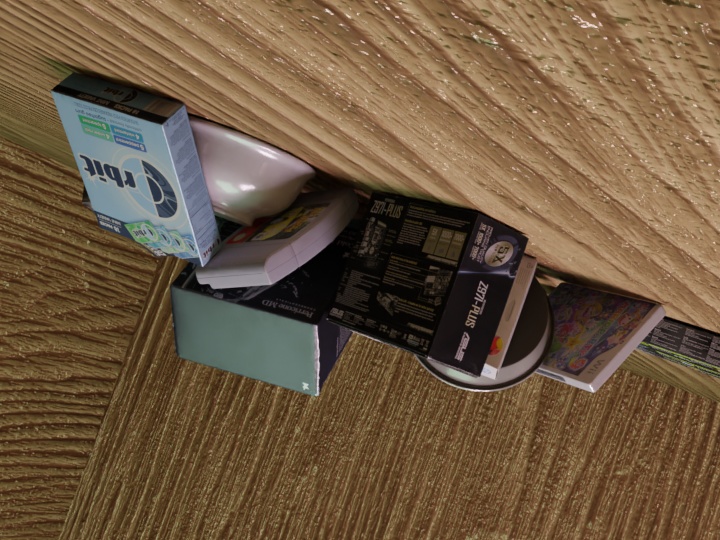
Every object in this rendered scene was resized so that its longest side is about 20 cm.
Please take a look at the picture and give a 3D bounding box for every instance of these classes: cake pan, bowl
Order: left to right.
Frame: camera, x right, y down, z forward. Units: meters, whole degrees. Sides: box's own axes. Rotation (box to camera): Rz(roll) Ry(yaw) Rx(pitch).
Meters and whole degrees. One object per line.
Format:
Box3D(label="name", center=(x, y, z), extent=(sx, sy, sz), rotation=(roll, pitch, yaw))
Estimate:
Box3D(label="bowl", center=(-0.160, -0.111, 1.408), extent=(0.199, 0.092, 0.201), rotation=(21, 178, 1))
Box3D(label="cake pan", center=(0.153, 0.055, 1.503), extent=(0.198, 0.202, 0.037), rotation=(20, 151, 10))

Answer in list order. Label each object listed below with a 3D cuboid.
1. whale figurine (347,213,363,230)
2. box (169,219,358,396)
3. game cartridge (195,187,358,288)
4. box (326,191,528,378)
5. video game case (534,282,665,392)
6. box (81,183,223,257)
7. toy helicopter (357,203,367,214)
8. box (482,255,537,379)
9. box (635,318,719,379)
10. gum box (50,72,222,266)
Box3D(label="whale figurine", center=(0.000, 0.000, 1.595), extent=(0.157, 0.105, 0.201), rotation=(9, 151, 14))
Box3D(label="box", center=(-0.107, 0.031, 1.489), extent=(0.197, 0.197, 0.125), rotation=(13, 131, 15))
Box3D(label="game cartridge", center=(-0.091, -0.042, 1.409), extent=(0.132, 0.041, 0.200), rotation=(0, -151, 35))
Box3D(label="box", center=(0.071, 0.012, 1.331), extent=(0.085, 0.166, 0.199), rotation=(22, 176, -36))
Box3D(label="video game case", center=(0.278, 0.081, 1.513), extent=(0.018, 0.143, 0.199), rotation=(54, 162, -24))
Box3D(label="box", center=(-0.252, -0.077, 1.581), extent=(0.159, 0.050, 0.200), rotation=(-7, 157, 20))
Box3D(label="toy helicopter", center=(-0.001, -0.050, 1.674), extent=(0.131, 0.080, 0.200), rotation=(27, 164, -4))
Box3D(label="box", center=(0.102, 0.027, 1.465), extent=(0.197, 0.157, 0.041), rotation=(19, 158, 12))
Box3D(label="box", center=(0.447, 0.104, 1.647), extent=(0.198, 0.048, 0.193), rotation=(20, 175, 29))
Box3D(label="gum box", center=(-0.252, -0.114, 1.344), extent=(0.168, 0.045, 0.202), rotation=(19, 138, 29))
